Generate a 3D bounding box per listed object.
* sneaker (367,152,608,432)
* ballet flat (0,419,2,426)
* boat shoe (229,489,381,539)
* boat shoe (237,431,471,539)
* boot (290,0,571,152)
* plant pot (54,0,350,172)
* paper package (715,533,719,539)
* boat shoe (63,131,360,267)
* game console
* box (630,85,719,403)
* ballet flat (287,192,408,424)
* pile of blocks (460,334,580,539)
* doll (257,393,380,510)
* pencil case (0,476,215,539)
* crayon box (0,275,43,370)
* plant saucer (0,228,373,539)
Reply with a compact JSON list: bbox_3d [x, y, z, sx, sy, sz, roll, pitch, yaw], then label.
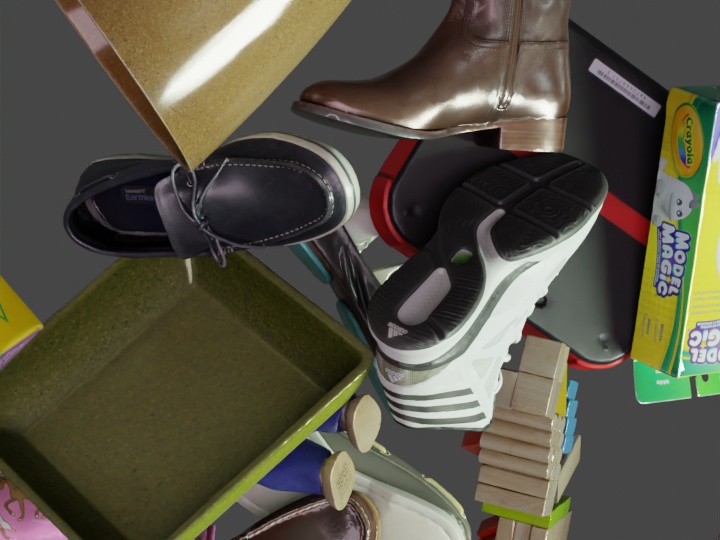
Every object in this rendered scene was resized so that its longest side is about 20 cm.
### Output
[{"bbox_3d":[0.074,0.019,1.491,0.076,0.200,0.115,28,142,27],"label":"sneaker"},{"bbox_3d":[-0.264,0.046,1.546,0.067,0.067,0.200,-34,104,8],"label":"ballet flat"},{"bbox_3d":[-0.075,0.203,1.528,0.200,0.070,0.070,-38,79,5],"label":"boat shoe"},{"bbox_3d":[-0.020,0.132,1.583,0.202,0.060,0.072,31,105,9],"label":"boat shoe"},{"bbox_3d":[0.051,-0.175,1.466,0.186,0.064,0.200,3,95,-30],"label":"boot"},{"bbox_3d":[-0.072,-0.188,1.420,0.200,0.186,0.186,-36,105,-4],"label":"plant pot"},{"bbox_3d":[0.303,0.254,1.621,0.200,0.103,0.191,31,102,-12],"label":"paper package"},{"bbox_3d":[-0.092,-0.038,1.490,0.200,0.062,0.075,-1,118,30],"label":"boat shoe"},{"bbox_3d":[0.121,-0.052,1.544,0.200,0.031,0.177,34,83,-17],"label":"game console"},{"bbox_3d":[0.230,-0.013,1.546,0.117,0.048,0.200,-6,111,-37],"label":"box"},{"bbox_3d":[0.000,0.000,1.552,0.068,0.068,0.200,-35,100,-10],"label":"ballet flat"},{"bbox_3d":[0.098,0.115,1.579,0.062,0.082,0.200,13,125,18],"label":"pile of blocks"},{"bbox_3d":[-0.095,0.092,1.538,0.200,0.048,0.137,13,65,24],"label":"doll"},{"bbox_3d":[-0.194,0.166,1.576,0.200,0.087,0.083,-10,82,0],"label":"pencil case"},{"bbox_3d":[-0.313,0.035,1.489,0.173,0.058,0.200,49,119,4],"label":"crayon box"},{"bbox_3d":[-0.114,0.080,1.490,0.200,0.200,0.048,-42,139,-13],"label":"plant saucer"}]
